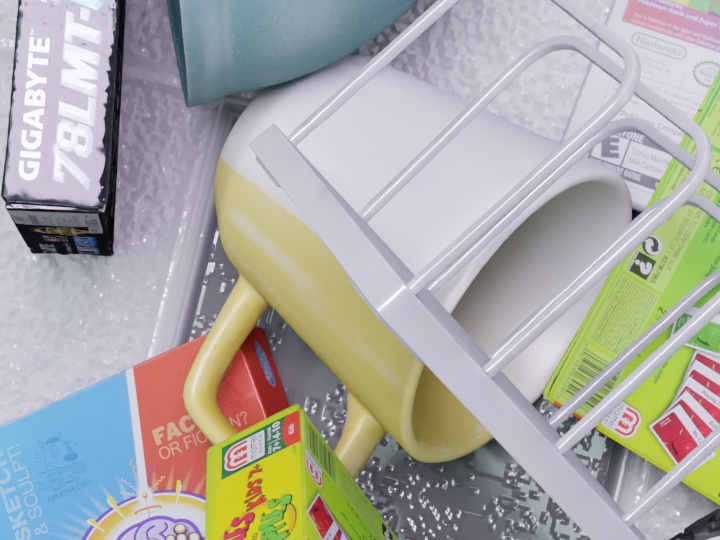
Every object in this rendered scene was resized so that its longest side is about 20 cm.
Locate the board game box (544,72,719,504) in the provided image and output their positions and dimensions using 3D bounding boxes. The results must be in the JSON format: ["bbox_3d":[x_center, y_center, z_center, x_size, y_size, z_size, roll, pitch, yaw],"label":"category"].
[{"bbox_3d":[0.172,-0.009,0.933,0.101,0.048,0.201,31,107,13],"label":"board game box"}]

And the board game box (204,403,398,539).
[{"bbox_3d":[0.007,0.163,0.917,0.047,0.102,0.200,-27,119,14],"label":"board game box"}]

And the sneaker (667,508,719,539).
[{"bbox_3d":[0.145,0.150,0.901,0.074,0.200,0.080,-22,66,-31],"label":"sneaker"}]

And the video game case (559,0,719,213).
[{"bbox_3d":[0.206,-0.093,0.977,0.199,0.023,0.183,21,91,20],"label":"video game case"}]

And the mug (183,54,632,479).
[{"bbox_3d":[0.004,-0.008,0.965,0.153,0.150,0.186,37,60,25],"label":"mug"}]

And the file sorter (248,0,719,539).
[{"bbox_3d":[0.082,0.003,0.806,0.124,0.200,0.139,-43,33,2],"label":"file sorter"}]

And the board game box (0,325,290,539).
[{"bbox_3d":[-0.085,0.146,1.036,0.152,0.040,0.201,-24,78,14],"label":"board game box"}]

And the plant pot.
[{"bbox_3d":[-0.023,-0.179,0.935,0.133,0.200,0.201,-8,81,-5],"label":"plant pot"}]

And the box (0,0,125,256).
[{"bbox_3d":[-0.129,-0.114,0.995,0.049,0.198,0.201,4,85,-7],"label":"box"}]
